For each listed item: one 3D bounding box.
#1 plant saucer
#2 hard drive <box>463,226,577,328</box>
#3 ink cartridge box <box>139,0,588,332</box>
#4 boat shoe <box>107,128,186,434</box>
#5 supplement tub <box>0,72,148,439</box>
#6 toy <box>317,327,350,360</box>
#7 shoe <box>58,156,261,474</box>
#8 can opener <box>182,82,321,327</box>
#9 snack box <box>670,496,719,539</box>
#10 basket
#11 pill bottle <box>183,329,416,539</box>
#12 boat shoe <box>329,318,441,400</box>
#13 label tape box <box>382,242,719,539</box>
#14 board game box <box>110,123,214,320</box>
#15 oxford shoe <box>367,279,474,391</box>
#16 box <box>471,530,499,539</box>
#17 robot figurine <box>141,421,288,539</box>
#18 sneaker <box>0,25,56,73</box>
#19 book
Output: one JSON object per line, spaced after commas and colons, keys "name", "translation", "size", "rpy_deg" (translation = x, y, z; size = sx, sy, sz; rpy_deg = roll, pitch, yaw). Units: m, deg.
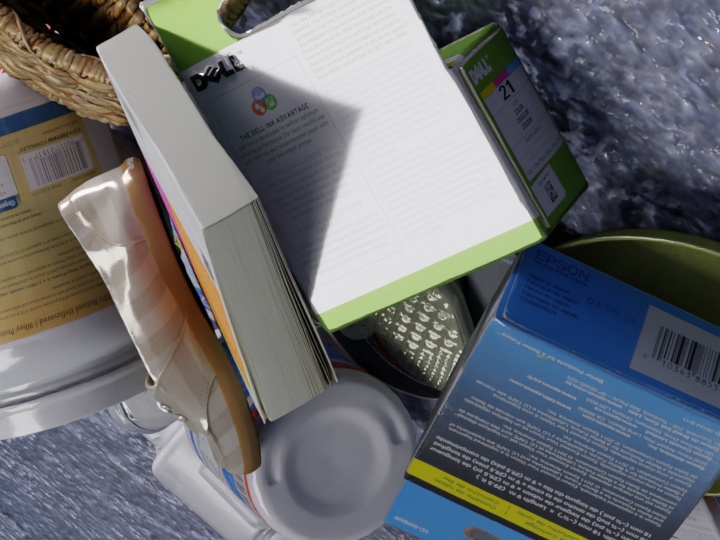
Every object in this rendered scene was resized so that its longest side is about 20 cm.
{"name": "plant saucer", "translation": [0.168, 0.045, 1.150], "size": [0.199, 0.031, 0.200], "rpy_deg": [14, 139, 12]}
{"name": "hard drive", "translation": [0.127, 0.049, 1.277], "size": [0.139, 0.033, 0.200], "rpy_deg": [29, 153, 25]}
{"name": "ink cartridge box", "translation": [0.003, -0.089, 1.110], "size": [0.147, 0.076, 0.200], "rpy_deg": [-24, 101, 31]}
{"name": "boat shoe", "translation": [-0.137, 0.002, 1.375], "size": [0.067, 0.073, 0.201], "rpy_deg": [-16, 87, 55]}
{"name": "supplement tub", "translation": [-0.200, -0.015, 1.274], "size": [0.144, 0.144, 0.201], "rpy_deg": [-6, 104, 59]}
{"name": "toy", "translation": [-0.022, 0.051, 1.485], "size": [0.115, 0.047, 0.200], "rpy_deg": [21, 152, 32]}
{"name": "shoe", "translation": [-0.111, 0.033, 1.220], "size": [0.070, 0.053, 0.201], "rpy_deg": [-128, 15, -69]}
{"name": "can opener", "translation": [-0.057, -0.059, 1.267], "size": [0.201, 0.053, 0.067], "rpy_deg": [64, 147, 10]}
{"name": "snack box", "translation": [0.142, 0.124, 1.308], "size": [0.200, 0.024, 0.072], "rpy_deg": [14, 145, 46]}
{"name": "basket", "translation": [-0.154, -0.189, 1.160], "size": [0.200, 0.143, 0.149], "rpy_deg": [43, 157, -5]}
{"name": "pill bottle", "translation": [-0.050, 0.095, 1.373], "size": [0.112, 0.112, 0.200], "rpy_deg": [52, 171, -23]}
{"name": "boat shoe", "translation": [0.000, 0.000, 1.340], "size": [0.200, 0.071, 0.063], "rpy_deg": [49, 160, -2]}
{"name": "label tape box", "translation": [0.112, 0.090, 1.153], "size": [0.144, 0.063, 0.200], "rpy_deg": [25, 140, -1]}
{"name": "board game box", "translation": [-0.155, -0.062, 1.496], "size": [0.200, 0.041, 0.200], "rpy_deg": [29, 152, 25]}
{"name": "oxford shoe", "translation": [0.027, -0.013, 1.276], "size": [0.075, 0.058, 0.200], "rpy_deg": [-5, 123, 39]}
{"name": "box", "translation": [0.110, 0.256, 1.445], "size": [0.130, 0.200, 0.199], "rpy_deg": [30, 154, 23]}
{"name": "robot figurine", "translation": [-0.080, 0.153, 1.659], "size": [0.200, 0.113, 0.170], "rpy_deg": [41, -166, 2]}
{"name": "sneaker", "translation": [-0.172, -0.139, 1.338], "size": [0.074, 0.087, 0.200], "rpy_deg": [47, 155, -15]}
{"name": "book", "translation": [-0.080, -0.022, 1.151], "size": [0.134, 0.048, 0.200], "rpy_deg": [57, 172, 31]}
